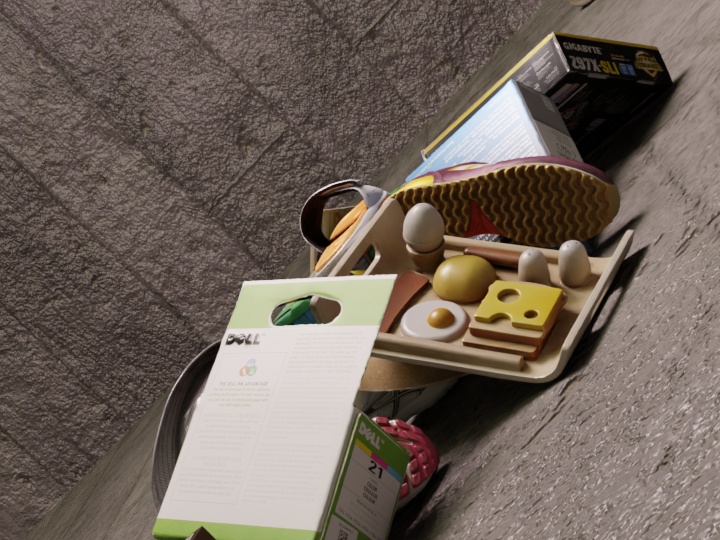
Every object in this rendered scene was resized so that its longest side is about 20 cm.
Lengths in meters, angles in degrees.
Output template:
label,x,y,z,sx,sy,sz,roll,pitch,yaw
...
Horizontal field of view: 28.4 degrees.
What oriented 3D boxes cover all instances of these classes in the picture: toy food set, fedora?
label,x,y,z,sx,sy,sz,roll,pitch,yaw
toy food set,0.082,0.003,1.024,0.198,0.061,0.144,8,39,27
fedora,-0.093,0.154,1.273,0.090,0.178,0.201,-8,40,34

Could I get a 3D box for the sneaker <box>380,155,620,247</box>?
label,x,y,z,sx,sy,sz,roll,pitch,yaw
sneaker,0.117,-0.062,1.160,0.198,0.076,0.090,-2,20,23

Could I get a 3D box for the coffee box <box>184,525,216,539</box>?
label,x,y,z,sx,sy,sz,roll,pitch,yaw
coffee box,-0.137,0.277,0.941,0.200,0.114,0.080,-41,8,30

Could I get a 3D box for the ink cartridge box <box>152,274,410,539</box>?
label,x,y,z,sx,sy,sz,roll,pitch,yaw
ink cartridge box,-0.040,0.109,0.983,0.147,0.076,0.202,-3,57,37

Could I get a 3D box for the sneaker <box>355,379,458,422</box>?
label,x,y,z,sx,sy,sz,roll,pitch,yaw
sneaker,0.018,0.081,1.159,0.075,0.088,0.201,10,57,53

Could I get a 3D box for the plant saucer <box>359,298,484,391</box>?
label,x,y,z,sx,sy,sz,roll,pitch,yaw
plant saucer,0.056,0.029,1.111,0.198,0.036,0.200,-15,20,6

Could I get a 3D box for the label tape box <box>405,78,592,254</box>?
label,x,y,z,sx,sy,sz,roll,pitch,yaw
label tape box,0.133,-0.043,1.237,0.144,0.063,0.201,-42,48,29

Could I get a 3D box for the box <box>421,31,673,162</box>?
label,x,y,z,sx,sy,sz,roll,pitch,yaw
box,0.180,-0.147,1.375,0.159,0.050,0.200,0,-29,-40

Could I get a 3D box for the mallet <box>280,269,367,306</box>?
label,x,y,z,sx,sy,sz,roll,pitch,yaw
mallet,0.000,0.000,1.182,0.066,0.041,0.199,-51,-23,25

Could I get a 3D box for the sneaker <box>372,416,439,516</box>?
label,x,y,z,sx,sy,sz,roll,pitch,yaw
sneaker,-0.027,0.177,1.036,0.199,0.075,0.081,-33,52,16

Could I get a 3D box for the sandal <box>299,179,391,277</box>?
label,x,y,z,sx,sy,sz,roll,pitch,yaw
sandal,-0.020,-0.049,1.281,0.079,0.059,0.207,-44,5,12

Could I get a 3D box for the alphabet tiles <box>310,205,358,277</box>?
label,x,y,z,sx,sy,sz,roll,pitch,yaw
alphabet tiles,-0.005,0.014,1.529,0.007,0.169,0.200,3,7,26

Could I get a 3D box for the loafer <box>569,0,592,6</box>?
label,x,y,z,sx,sy,sz,roll,pitch,yaw
loafer,0.403,-0.512,2.378,0.076,0.068,0.200,-50,8,-31

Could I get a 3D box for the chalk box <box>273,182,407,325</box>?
label,x,y,z,sx,sy,sz,roll,pitch,yaw
chalk box,0.010,0.039,1.378,0.124,0.125,0.200,-38,12,52
